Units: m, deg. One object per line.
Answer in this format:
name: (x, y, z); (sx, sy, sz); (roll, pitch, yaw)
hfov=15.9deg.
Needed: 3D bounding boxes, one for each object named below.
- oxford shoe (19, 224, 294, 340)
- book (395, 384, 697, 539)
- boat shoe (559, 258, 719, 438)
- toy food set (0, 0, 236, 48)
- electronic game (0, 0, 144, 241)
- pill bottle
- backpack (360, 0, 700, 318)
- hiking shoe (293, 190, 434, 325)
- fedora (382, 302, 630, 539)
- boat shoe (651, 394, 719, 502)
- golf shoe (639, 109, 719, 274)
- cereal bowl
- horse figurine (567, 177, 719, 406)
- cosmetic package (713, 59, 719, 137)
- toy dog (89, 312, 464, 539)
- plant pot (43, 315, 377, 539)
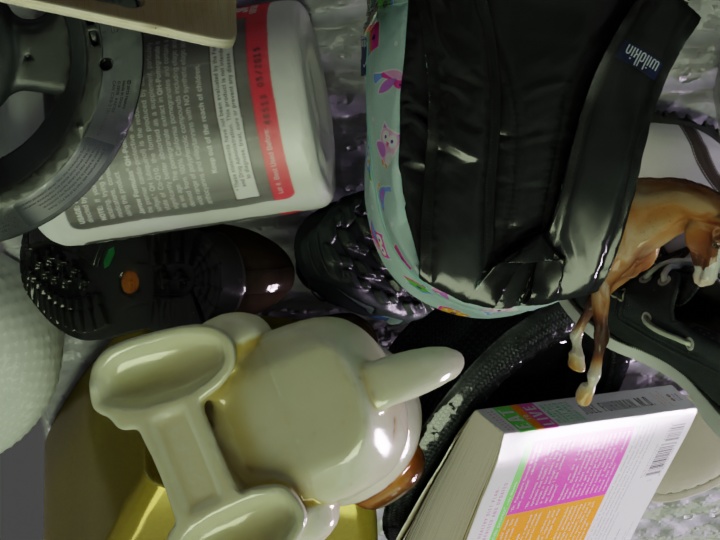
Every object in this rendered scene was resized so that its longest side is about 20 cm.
oxford shoe: (-0.115, 0.004, 1.444); (0.084, 0.073, 0.200); (-3, -171, -45)
book: (0.111, 0.136, 1.540); (0.200, 0.048, 0.134); (-2, 124, -50)
boat shoe: (0.182, 0.027, 1.389); (0.076, 0.200, 0.060); (-22, 137, -40)
toy food set: (-0.098, -0.204, 1.184); (0.143, 0.060, 0.200); (10, 123, -18)
electronic game: (-0.206, -0.109, 1.274); (0.200, 0.042, 0.200); (0, 103, 1)
pill bottle: (-0.119, -0.073, 1.348); (0.200, 0.111, 0.111); (-8, 143, 6)
backpack: (0.074, -0.076, 1.286); (0.167, 0.200, 0.127); (5, 178, -6)
hiking shoe: (0.000, 0.000, 1.426); (0.087, 0.075, 0.200); (-15, 174, 21)
fedora: (0.068, 0.071, 1.546); (0.200, 0.092, 0.201); (-31, 148, -23)
boat shoe: (0.150, 0.116, 1.662); (0.200, 0.072, 0.060); (-8, -174, -13)
golf shoe: (0.196, -0.019, 1.459); (0.200, 0.095, 0.078); (27, 135, -31)
cereal bowl: (-0.278, 0.065, 1.543); (0.200, 0.083, 0.200); (-1, 144, -1)
horse figurine: (0.116, -0.023, 1.380); (0.050, 0.200, 0.133); (6, 118, -32)
cosmetic package: (0.257, -0.079, 1.294); (0.123, 0.200, 0.200); (-1, 143, -3)
toy dog: (-0.032, 0.075, 1.383); (0.194, 0.140, 0.200); (-34, 171, 9)
plant pot: (-0.081, 0.131, 1.559); (0.200, 0.200, 0.177); (6, 138, -12)
